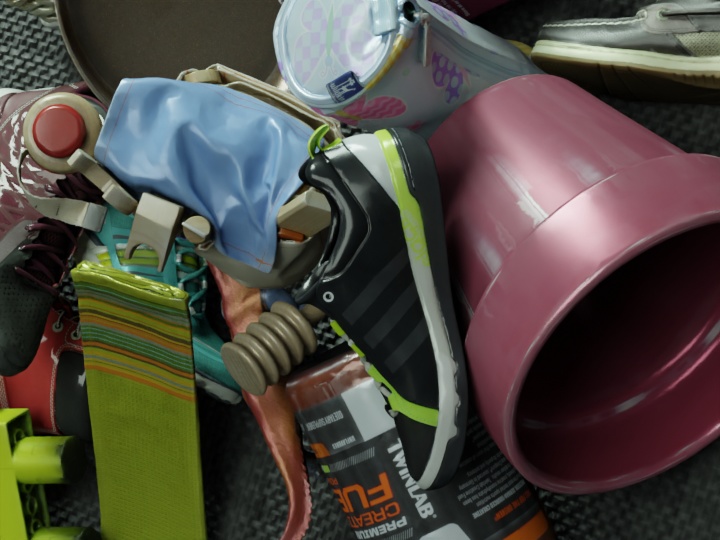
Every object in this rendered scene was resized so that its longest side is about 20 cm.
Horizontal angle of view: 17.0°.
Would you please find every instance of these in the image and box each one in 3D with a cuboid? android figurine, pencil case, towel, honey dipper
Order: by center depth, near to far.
[{"bbox_3d":[0.035,-0.116,1.386,0.090,0.200,0.084,-29,66,23],"label":"pencil case"},{"bbox_3d":[0.000,0.000,1.422,0.038,0.038,0.200,35,61,27],"label":"honey dipper"},{"bbox_3d":[-0.136,0.094,1.494,0.086,0.018,0.201,16,122,31],"label":"towel"},{"bbox_3d":[-0.262,0.152,1.567,0.199,0.041,0.183,-4,103,27],"label":"android figurine"}]

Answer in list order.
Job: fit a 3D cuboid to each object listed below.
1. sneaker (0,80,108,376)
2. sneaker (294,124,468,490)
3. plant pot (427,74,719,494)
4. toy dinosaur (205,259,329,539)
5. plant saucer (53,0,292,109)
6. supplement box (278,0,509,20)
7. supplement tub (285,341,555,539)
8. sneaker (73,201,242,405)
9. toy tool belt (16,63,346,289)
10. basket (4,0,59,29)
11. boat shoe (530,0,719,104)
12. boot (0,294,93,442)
[{"bbox_3d":[-0.188,-0.038,1.495,0.115,0.076,0.201,-15,60,22],"label":"sneaker"},{"bbox_3d":[0.006,0.020,1.289,0.082,0.072,0.202,-9,94,-8],"label":"sneaker"},{"bbox_3d":[0.122,-0.007,1.340,0.200,0.199,0.179,-50,48,14],"label":"plant pot"},{"bbox_3d":[-0.047,0.034,1.434,0.105,0.200,0.182,-25,115,31],"label":"toy dinosaur"},{"bbox_3d":[-0.106,-0.175,1.489,0.032,0.199,0.202,-1,81,57],"label":"plant saucer"},{"bbox_3d":[0.052,-0.217,1.437,0.199,0.086,0.111,-23,51,24],"label":"supplement box"},{"bbox_3d":[0.044,0.128,1.382,0.106,0.107,0.201,-27,92,23],"label":"supplement tub"},{"bbox_3d":[-0.128,0.000,1.532,0.080,0.077,0.200,-40,66,8],"label":"sneaker"},{"bbox_3d":[-0.101,-0.061,1.357,0.199,0.123,0.126,18,87,1],"label":"toy tool belt"},{"bbox_3d":[-0.177,-0.269,1.564,0.135,0.123,0.202,-6,81,28],"label":"basket"},{"bbox_3d":[0.197,-0.132,1.378,0.198,0.073,0.065,6,81,19],"label":"boat shoe"},{"bbox_3d":[-0.207,0.011,1.575,0.143,0.072,0.202,-1,91,28],"label":"boot"}]
